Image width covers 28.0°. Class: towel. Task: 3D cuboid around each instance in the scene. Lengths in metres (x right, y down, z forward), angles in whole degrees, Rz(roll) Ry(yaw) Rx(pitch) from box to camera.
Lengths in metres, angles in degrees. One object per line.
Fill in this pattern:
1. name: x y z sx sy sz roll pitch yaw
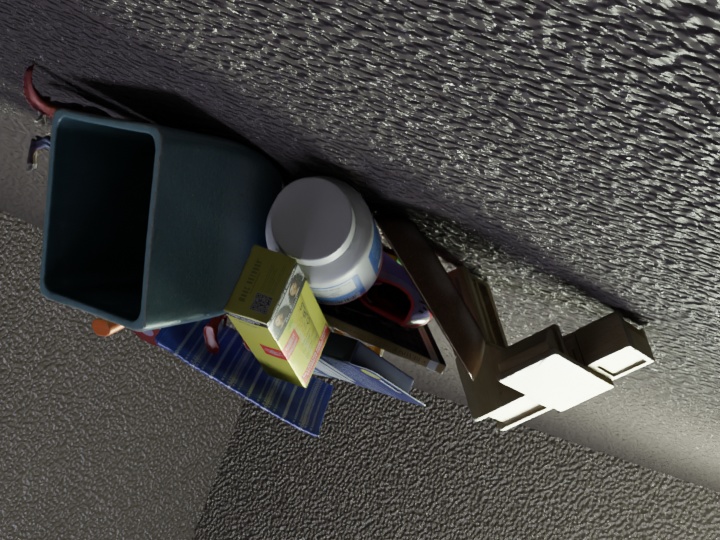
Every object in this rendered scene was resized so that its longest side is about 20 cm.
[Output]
1. towel: -0.121 0.101 1.547 0.198 0.024 0.145 31 -166 -3

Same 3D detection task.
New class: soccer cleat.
1. soccer cleat: 0.000 0.000 1.652 0.199 0.067 0.076 34 -157 18

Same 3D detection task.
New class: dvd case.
1. dvd case: -0.004 0.047 1.633 0.198 0.016 0.149 23 -165 -15

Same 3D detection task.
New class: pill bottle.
1. pill bottle: -0.038 -0.033 1.479 0.111 0.114 0.200 20 172 8

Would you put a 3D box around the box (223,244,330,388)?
1. box: -0.080 0.050 1.446 0.050 0.076 0.200 19 161 15

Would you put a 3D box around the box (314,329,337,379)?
1. box: -0.097 0.063 1.770 0.109 0.035 0.201 11 153 27

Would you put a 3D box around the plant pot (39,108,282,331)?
1. plant pot: -0.193 -0.056 1.499 0.198 0.199 0.195 -2 -169 -44

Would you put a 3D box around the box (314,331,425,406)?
1. box: -0.023 0.100 1.644 0.198 0.033 0.121 16 166 41

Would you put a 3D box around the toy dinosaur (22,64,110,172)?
1. toy dinosaur: -0.269 -0.125 1.572 0.179 0.107 0.200 12 167 3

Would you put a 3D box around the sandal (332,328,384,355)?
1. sandal: -0.003 0.082 1.737 0.077 0.071 0.211 -17 166 32

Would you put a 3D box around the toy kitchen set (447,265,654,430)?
1. toy kitchen set: 0.182 0.049 1.590 0.198 0.183 0.163 -27 153 23

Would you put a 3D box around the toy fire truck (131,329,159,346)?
1. toy fire truck: -0.258 -0.013 1.740 0.198 0.113 0.168 31 150 5

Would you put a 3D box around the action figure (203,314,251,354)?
1. action figure: -0.123 0.027 1.568 0.064 0.052 0.201 -10 -153 13

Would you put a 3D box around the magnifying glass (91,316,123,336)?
1. magnifying glass: -0.217 0.029 1.566 0.079 0.023 0.199 7 -157 30

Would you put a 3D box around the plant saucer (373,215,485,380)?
1. plant saucer: 0.079 0.020 1.508 0.202 0.036 0.200 59 -178 -3

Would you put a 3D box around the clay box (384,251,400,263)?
1. clay box: -0.030 -0.018 1.819 0.198 0.048 0.115 24 174 -2
